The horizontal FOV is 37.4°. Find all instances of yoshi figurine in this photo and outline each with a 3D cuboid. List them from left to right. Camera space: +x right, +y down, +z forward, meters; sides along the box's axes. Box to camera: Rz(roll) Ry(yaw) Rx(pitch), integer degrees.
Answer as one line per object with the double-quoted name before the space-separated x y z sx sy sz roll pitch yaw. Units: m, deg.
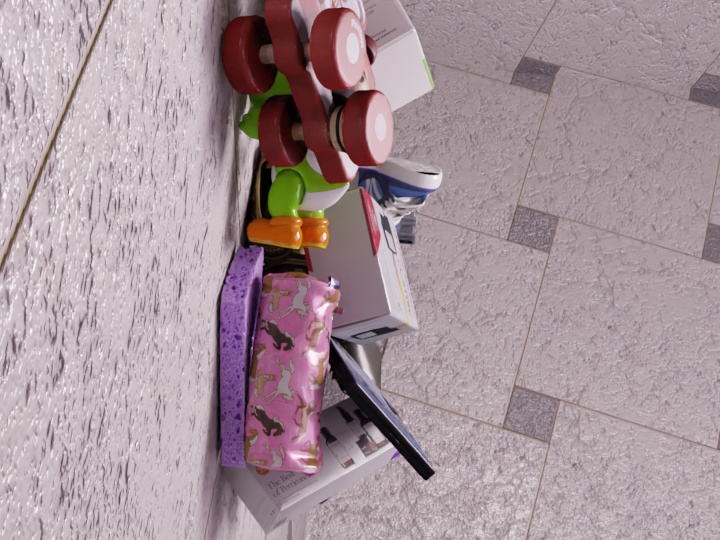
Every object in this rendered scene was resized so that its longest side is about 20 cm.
"yoshi figurine" -0.074 -0.126 1.069 0.112 0.110 0.203 -161 -101 -71

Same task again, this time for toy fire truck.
"toy fire truck" -0.027 -0.190 0.958 0.201 0.111 0.169 67 35 -41

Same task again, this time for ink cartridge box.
"ink cartridge box" -0.008 -0.285 1.144 0.202 0.083 0.146 64 5 19
"ink cartridge box" 0.000 0.000 1.230 0.200 0.082 0.148 32 45 -76

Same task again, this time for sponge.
"sponge" -0.123 0.088 1.098 0.112 0.029 0.202 -83 178 -61

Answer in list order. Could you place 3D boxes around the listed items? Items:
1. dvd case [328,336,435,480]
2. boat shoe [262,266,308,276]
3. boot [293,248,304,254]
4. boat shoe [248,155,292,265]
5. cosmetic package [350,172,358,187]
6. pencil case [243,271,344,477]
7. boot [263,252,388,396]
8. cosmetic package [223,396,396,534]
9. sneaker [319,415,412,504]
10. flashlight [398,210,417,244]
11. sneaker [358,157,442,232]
"dvd case" 0.007 0.134 1.161 0.143 0.018 0.200 50 0 -22
"boat shoe" -0.094 0.065 1.202 0.201 0.067 0.073 -96 -162 -56
"boot" -0.036 -0.127 1.360 0.072 0.165 0.202 30 -48 43
"boat shoe" -0.083 -0.108 1.207 0.068 0.071 0.203 96 0 -62
"cosmetic package" -0.064 -0.037 1.435 0.071 0.100 0.203 -163 -103 -76
"pencil case" -0.068 0.104 1.071 0.083 0.085 0.203 54 43 -85
"boot" -0.039 0.074 1.332 0.077 0.198 0.140 -37 -144 42
"cosmetic package" -0.050 0.210 1.196 0.199 0.083 0.051 -22 149 -44
"sneaker" -0.028 0.235 1.306 0.070 0.198 0.100 52 -42 24
"flashlight" -0.016 -0.083 1.546 0.068 0.197 0.069 88 6 -76
"sneaker" 0.041 -0.074 1.426 0.200 0.080 0.149 24 -71 62
